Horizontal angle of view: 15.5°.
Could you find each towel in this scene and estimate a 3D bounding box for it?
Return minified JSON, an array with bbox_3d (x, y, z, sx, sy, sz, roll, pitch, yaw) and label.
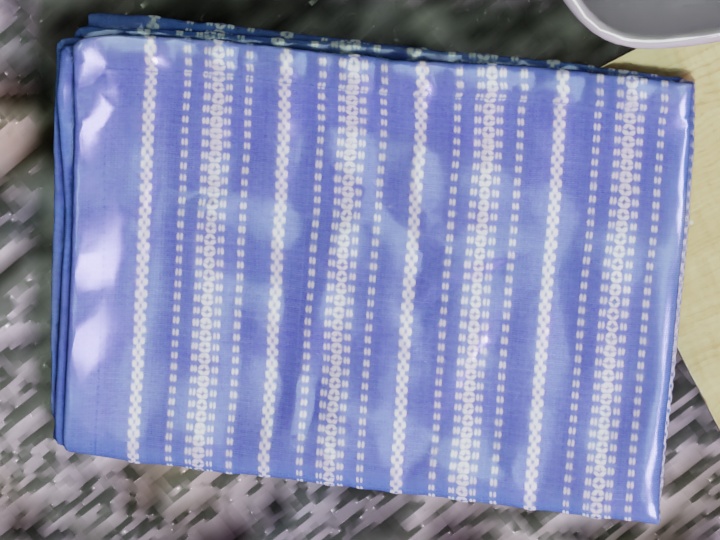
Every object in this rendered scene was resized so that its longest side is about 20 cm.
[{"bbox_3d":[0.000,0.000,0.823,0.199,0.024,0.145,6,104,10],"label":"towel"}]

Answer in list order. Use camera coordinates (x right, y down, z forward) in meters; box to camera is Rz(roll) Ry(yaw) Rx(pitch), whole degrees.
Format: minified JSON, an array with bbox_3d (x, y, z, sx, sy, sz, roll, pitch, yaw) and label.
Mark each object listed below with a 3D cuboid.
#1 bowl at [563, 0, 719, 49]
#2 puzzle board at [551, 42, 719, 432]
[{"bbox_3d":[0.128,-0.175,0.753,0.199,0.075,0.200,-15,96,9],"label":"bowl"},{"bbox_3d":[0.180,-0.033,0.809,0.200,0.017,0.151,-27,96,10],"label":"puzzle board"}]
